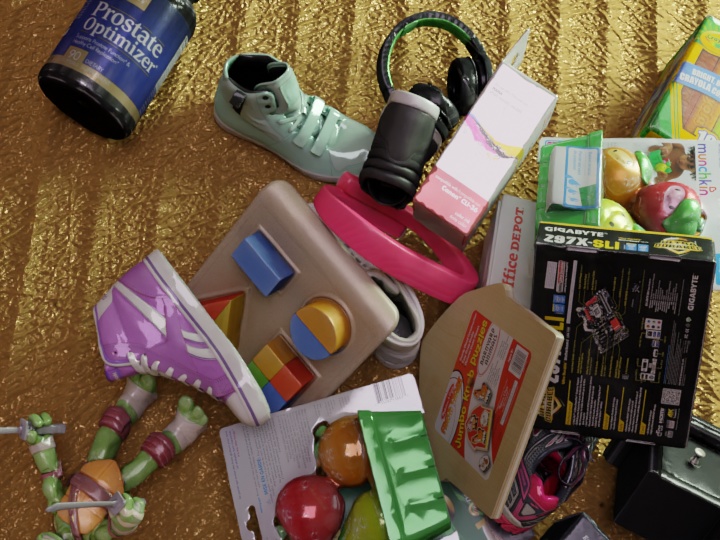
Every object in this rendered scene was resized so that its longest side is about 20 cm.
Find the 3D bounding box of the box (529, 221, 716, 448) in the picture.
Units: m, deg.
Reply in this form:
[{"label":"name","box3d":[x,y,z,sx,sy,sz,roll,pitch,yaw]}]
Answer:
[{"label":"box","box3d":[0.233,0.061,1.045,0.157,0.203,0.049,6,29,13]}]

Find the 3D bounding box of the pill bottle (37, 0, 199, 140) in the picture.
[{"label":"pill bottle","box3d":[-0.241,-0.248,1.192,0.111,0.112,0.202,27,73,2]}]

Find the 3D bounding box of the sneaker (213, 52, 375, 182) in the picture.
[{"label":"sneaker","box3d":[-0.059,-0.159,1.184,0.197,0.118,0.075,20,71,-2]}]

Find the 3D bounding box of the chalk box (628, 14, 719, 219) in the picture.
[{"label":"chalk box","box3d":[0.384,-0.179,1.237,0.123,0.124,0.202,30,73,2]}]

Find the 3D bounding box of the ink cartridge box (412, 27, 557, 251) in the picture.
[{"label":"ink cartridge box","box3d":[0.132,-0.126,1.122,0.067,0.117,0.202,33,87,6]}]

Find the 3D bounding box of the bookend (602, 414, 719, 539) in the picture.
[{"label":"bookend","box3d":[0.330,0.244,1.074,0.198,0.093,0.199,26,33,2]}]

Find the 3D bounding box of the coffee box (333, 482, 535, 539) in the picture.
[{"label":"coffee box","box3d":[0.060,0.246,1.120,0.197,0.044,0.125,-19,77,-11]}]

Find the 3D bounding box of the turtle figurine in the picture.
[{"label":"turtle figurine","box3d":[-0.240,0.169,1.042,0.194,0.142,0.202,-50,124,-33]}]

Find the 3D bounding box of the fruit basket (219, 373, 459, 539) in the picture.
[{"label":"fruit basket","box3d":[-0.019,0.212,1.066,0.197,0.094,0.188,-18,71,5]}]

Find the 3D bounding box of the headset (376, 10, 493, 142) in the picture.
[{"label":"headset","box3d":[0.101,-0.186,1.222,0.122,0.094,0.202,-32,92,-14]}]

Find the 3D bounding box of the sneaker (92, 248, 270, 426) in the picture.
[{"label":"sneaker","box3d":[-0.176,0.090,1.077,0.114,0.073,0.201,-39,71,-10]}]

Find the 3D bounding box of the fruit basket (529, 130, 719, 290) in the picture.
[{"label":"fruit basket","box3d":[0.265,-0.064,1.095,0.196,0.094,0.188,0,53,16]}]

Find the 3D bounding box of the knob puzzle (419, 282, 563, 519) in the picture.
[{"label":"knob puzzle","box3d":[0.114,0.108,1.077,0.030,0.219,0.224,10,71,-28]}]

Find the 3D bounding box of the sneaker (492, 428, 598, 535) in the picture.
[{"label":"sneaker","box3d":[0.201,0.176,1.120,0.081,0.075,0.201,43,51,-5]}]

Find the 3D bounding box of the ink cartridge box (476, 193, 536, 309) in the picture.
[{"label":"ink cartridge box","box3d":[0.219,0.024,1.165,0.196,0.085,0.148,15,56,-1]}]

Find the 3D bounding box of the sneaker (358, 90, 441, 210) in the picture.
[{"label":"sneaker","box3d":[0.036,-0.110,1.149,0.070,0.200,0.101,22,86,3]}]

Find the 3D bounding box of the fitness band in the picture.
[{"label":"fitness band","box3d":[0.037,-0.030,1.137,0.038,0.198,0.144,-51,43,17]}]

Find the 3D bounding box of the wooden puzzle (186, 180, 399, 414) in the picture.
[{"label":"wooden puzzle","box3d":[-0.085,0.046,1.105,0.186,0.046,0.200,49,117,9]}]

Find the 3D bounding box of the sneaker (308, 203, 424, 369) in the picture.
[{"label":"sneaker","box3d":[0.000,0.000,1.147,0.073,0.116,0.201,-36,80,-13]}]

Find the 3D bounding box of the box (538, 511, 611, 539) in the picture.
[{"label":"box","box3d":[0.187,0.354,1.072,0.200,0.104,0.148,-42,82,-16]}]
